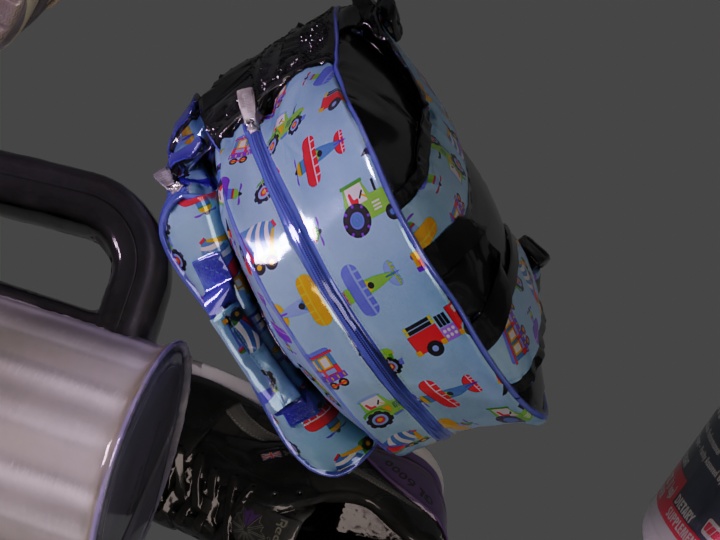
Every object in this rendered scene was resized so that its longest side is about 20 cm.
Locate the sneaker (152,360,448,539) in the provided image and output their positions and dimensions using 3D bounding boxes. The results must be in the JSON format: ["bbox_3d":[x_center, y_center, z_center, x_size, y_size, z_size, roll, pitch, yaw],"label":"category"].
[{"bbox_3d":[-0.054,0.096,1.223,0.199,0.088,0.076,11,109,-7],"label":"sneaker"}]

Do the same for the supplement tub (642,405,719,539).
[{"bbox_3d":[0.234,0.081,1.208,0.140,0.140,0.200,30,106,-13],"label":"supplement tub"}]

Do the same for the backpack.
[{"bbox_3d":[0.000,0.000,1.132,0.134,0.200,0.183,-30,110,7],"label":"backpack"}]

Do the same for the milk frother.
[{"bbox_3d":[-0.179,0.031,1.116,0.187,0.200,0.181,16,95,9],"label":"milk frother"}]

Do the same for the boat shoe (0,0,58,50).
[{"bbox_3d":[-0.124,-0.180,1.120,0.074,0.073,0.200,41,116,4],"label":"boat shoe"}]
